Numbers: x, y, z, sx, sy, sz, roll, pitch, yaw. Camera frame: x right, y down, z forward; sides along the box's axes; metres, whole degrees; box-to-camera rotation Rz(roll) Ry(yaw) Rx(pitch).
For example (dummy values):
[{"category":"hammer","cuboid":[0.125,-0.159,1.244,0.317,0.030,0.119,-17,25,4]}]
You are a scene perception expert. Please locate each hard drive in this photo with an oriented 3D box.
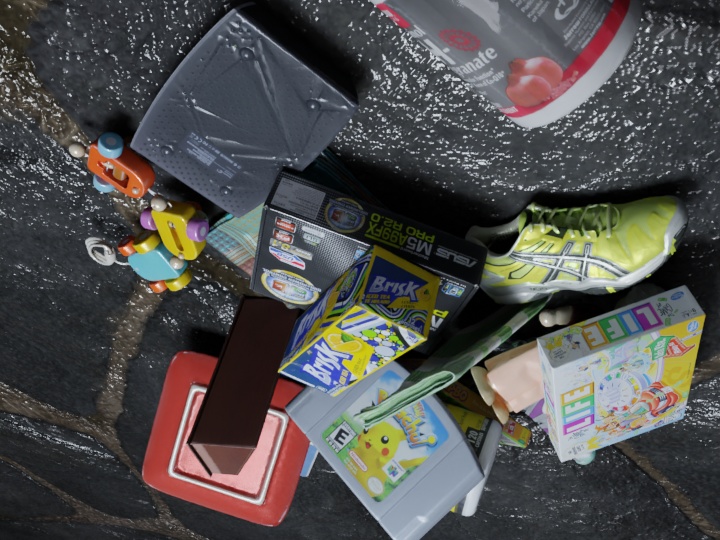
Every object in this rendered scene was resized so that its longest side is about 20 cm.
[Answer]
[{"category":"hard drive","cuboid":[-0.102,-0.133,0.646,0.135,0.042,0.200,34,139,-21]}]

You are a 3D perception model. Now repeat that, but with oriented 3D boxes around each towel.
[{"category":"towel","cuboid":[0.096,0.079,0.726,0.023,0.200,0.153,56,136,5]},{"category":"towel","cuboid":[-0.056,-0.031,0.764,0.147,0.022,0.200,41,135,-24]}]

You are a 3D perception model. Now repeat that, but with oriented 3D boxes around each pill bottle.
[{"category":"pill bottle","cuboid":[0.068,-0.189,0.464,0.200,0.111,0.111,34,138,-21]},{"category":"pill bottle","cuboid":[0.053,0.195,0.863,0.200,0.112,0.112,17,143,15]}]

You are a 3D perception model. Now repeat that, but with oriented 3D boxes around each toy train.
[{"category":"toy train","cuboid":[-0.222,-0.060,0.773,0.150,0.056,0.200,31,143,0]}]

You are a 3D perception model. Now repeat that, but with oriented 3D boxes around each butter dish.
[{"category":"butter dish","cuboid":[-0.163,0.206,1.006,0.200,0.148,0.200,18,101,1]}]

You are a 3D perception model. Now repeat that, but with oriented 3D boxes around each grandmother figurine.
[{"category":"grandmother figurine","cuboid":[0.208,0.073,0.726,0.200,0.061,0.121,-30,134,12]}]

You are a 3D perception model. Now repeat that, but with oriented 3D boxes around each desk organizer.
[{"category":"desk organizer","cuboid":[-0.116,0.126,0.838,0.077,0.200,0.072,0,138,16]}]

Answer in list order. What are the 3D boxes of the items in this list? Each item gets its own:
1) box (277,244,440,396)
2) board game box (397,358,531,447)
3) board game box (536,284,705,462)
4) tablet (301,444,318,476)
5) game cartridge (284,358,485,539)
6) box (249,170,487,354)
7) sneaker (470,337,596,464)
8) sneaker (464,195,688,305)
[{"category":"box","cuboid":[-0.008,0.054,0.698,0.070,0.064,0.200,26,148,-13]},{"category":"board game box","cuboid":[0.106,0.156,0.910,0.200,0.030,0.095,33,160,-23]},{"category":"board game box","cuboid":[0.240,0.104,0.700,0.134,0.034,0.200,-20,141,3]},{"category":"tablet","cuboid":[-0.167,0.269,1.176,0.200,0.014,0.130,17,141,-2]},{"category":"game cartridge","cuboid":[0.029,0.174,0.796,0.200,0.133,0.040,46,178,16]},{"category":"box","cuboid":[0.000,0.000,0.713,0.200,0.044,0.160,21,149,-2]},{"category":"sneaker","cuboid":[0.196,0.144,0.856,0.140,0.078,0.200,-1,129,23]},{"category":"sneaker","cuboid":[0.180,-0.023,0.653,0.200,0.075,0.076,-20,129,35]}]
